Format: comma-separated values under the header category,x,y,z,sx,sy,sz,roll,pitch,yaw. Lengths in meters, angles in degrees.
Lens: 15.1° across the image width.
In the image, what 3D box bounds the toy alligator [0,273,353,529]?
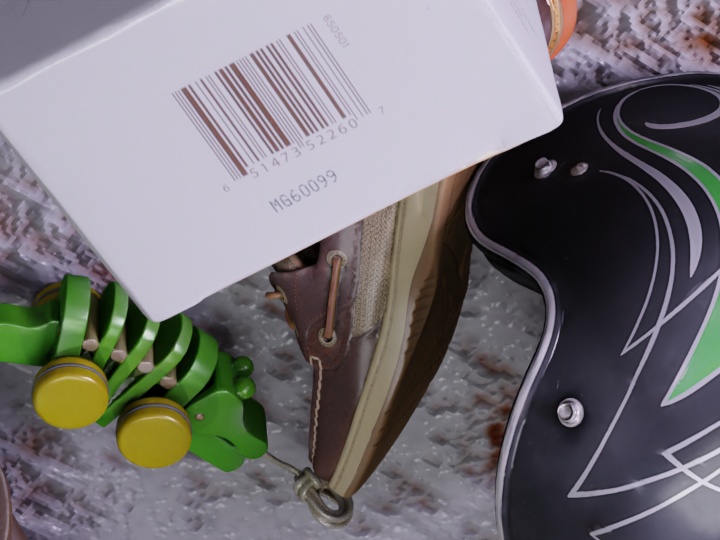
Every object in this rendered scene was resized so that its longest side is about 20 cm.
category,x,y,z,sx,sy,sz,roll,pitch,yaw
toy alligator,-0.071,0.046,1.106,0.200,0.059,0.054,27,122,-24

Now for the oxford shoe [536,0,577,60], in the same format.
category,x,y,z,sx,sy,sz,roll,pitch,yaw
oxford shoe,-0.023,-0.072,0.983,0.200,0.073,0.071,-17,107,30

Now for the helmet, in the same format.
category,x,y,z,sx,sy,sz,roll,pitch,yaw
helmet,0.134,0.038,1.020,0.200,0.191,0.200,-11,135,-11

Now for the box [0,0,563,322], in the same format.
category,x,y,z,sx,sy,sz,roll,pitch,yaw
box,-0.034,-0.107,0.895,0.152,0.200,0.106,-26,125,15

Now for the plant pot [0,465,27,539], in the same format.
category,x,y,z,sx,sy,sz,roll,pitch,yaw
plant pot,-0.191,0.191,1.132,0.200,0.200,0.198,-20,132,11

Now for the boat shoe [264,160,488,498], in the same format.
category,x,y,z,sx,sy,sz,roll,pitch,yaw
boat shoe,0.000,0.000,1.080,0.072,0.072,0.200,24,130,14
